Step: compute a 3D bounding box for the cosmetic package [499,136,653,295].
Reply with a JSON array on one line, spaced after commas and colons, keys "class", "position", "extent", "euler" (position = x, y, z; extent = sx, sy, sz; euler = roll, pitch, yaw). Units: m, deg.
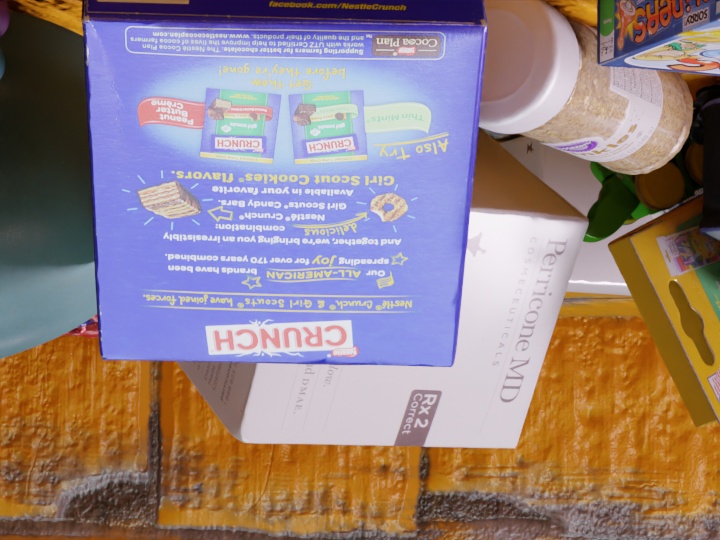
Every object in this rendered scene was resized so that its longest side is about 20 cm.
[{"class": "cosmetic package", "position": [0.197, -0.036, 1.565], "extent": [0.200, 0.108, 0.085], "euler": [5, 175, -20]}]

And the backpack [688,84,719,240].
[{"class": "backpack", "position": [0.314, -0.039, 1.284], "extent": [0.200, 0.147, 0.183], "euler": [0, 178, -24]}]

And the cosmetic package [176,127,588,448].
[{"class": "cosmetic package", "position": [0.000, 0.000, 1.377], "extent": [0.200, 0.165, 0.165], "euler": [3, -156, -29]}]

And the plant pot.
[{"class": "plant pot", "position": [-0.200, -0.043, 1.128], "extent": [0.161, 0.201, 0.201], "euler": [-6, 177, -15]}]

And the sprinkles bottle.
[{"class": "sprinkles bottle", "position": [0.108, -0.094, 1.148], "extent": [0.068, 0.068, 0.200], "euler": [-2, 175, 28]}]

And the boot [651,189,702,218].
[{"class": "boot", "position": [0.295, -0.062, 1.476], "extent": [0.200, 0.073, 0.090], "euler": [-7, 179, -16]}]

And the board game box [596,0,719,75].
[{"class": "board game box", "position": [0.230, -0.116, 1.056], "extent": [0.200, 0.034, 0.135], "euler": [3, 174, -20]}]

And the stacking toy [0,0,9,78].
[{"class": "stacking toy", "position": [-0.199, -0.047, 0.993], "extent": [0.085, 0.200, 0.085], "euler": [1, 175, 0]}]

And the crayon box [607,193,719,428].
[{"class": "crayon box", "position": [0.233, 0.011, 1.366], "extent": [0.200, 0.126, 0.052], "euler": [-25, 179, -43]}]

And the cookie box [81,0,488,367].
[{"class": "cookie box", "position": [-0.037, -0.051, 1.000], "extent": [0.171, 0.075, 0.200], "euler": [1, 132, -3]}]

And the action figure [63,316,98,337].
[{"class": "action figure", "position": [-0.224, 0.004, 1.421], "extent": [0.099, 0.065, 0.200], "euler": [7, 174, 29]}]

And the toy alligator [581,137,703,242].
[{"class": "toy alligator", "position": [0.207, -0.077, 1.393], "extent": [0.200, 0.054, 0.059], "euler": [-25, -179, -23]}]
